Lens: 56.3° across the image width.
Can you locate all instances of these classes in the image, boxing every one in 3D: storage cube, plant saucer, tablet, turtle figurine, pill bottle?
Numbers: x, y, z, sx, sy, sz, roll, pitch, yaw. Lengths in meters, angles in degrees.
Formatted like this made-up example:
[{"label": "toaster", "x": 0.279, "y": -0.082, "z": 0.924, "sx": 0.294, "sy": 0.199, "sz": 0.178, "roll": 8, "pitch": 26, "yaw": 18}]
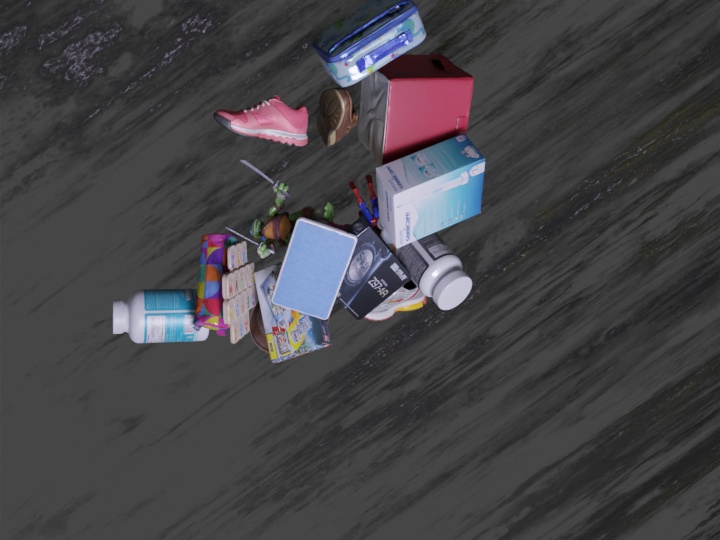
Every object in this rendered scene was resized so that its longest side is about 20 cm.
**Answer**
[{"label": "storage cube", "x": 0.104, "y": -0.320, "z": 1.349, "sx": 0.174, "sy": 0.172, "sz": 0.205, "roll": -5, "pitch": 123, "yaw": -18}, {"label": "plant saucer", "x": -0.169, "y": 0.108, "z": 1.586, "sx": 0.194, "sy": 0.037, "sz": 0.206, "roll": -10, "pitch": 122, "yaw": -16}, {"label": "tablet", "x": -0.095, "y": -0.001, "z": 1.353, "sx": 0.127, "sy": 0.014, "sz": 0.204, "roll": 17, "pitch": 117, "yaw": -10}, {"label": "turtle figurine", "x": -0.161, "y": -0.100, "z": 1.368, "sx": 0.188, "sy": 0.146, "sz": 0.203, "roll": 3, "pitch": 135, "yaw": 17}, {"label": "pill bottle", "x": -0.424, "y": 0.096, "z": 1.430, "sx": 0.194, "sy": 0.111, "sz": 0.114, "roll": 1, "pitch": 120, "yaw": -22}, {"label": "pill bottle", "x": 0.161, "y": -0.014, "z": 1.530, "sx": 0.114, "sy": 0.201, "sz": 0.118, "roll": -22, "pitch": 142, "yaw": -19}]

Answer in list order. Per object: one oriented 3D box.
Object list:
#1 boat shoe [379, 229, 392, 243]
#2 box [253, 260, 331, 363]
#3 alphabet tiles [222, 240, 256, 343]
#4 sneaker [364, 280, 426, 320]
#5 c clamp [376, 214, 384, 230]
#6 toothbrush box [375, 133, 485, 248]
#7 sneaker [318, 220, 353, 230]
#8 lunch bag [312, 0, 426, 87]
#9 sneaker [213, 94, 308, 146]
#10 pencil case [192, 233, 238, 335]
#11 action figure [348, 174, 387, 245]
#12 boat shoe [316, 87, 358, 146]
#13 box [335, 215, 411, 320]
[{"label": "boat shoe", "x": 0.108, "y": -0.146, "z": 1.511, "sx": 0.200, "sy": 0.066, "sz": 0.070, "roll": -44, "pitch": 148, "yaw": -5}, {"label": "box", "x": -0.149, "y": 0.082, "z": 1.457, "sx": 0.133, "sy": 0.206, "sz": 0.038, "roll": -19, "pitch": 164, "yaw": 17}, {"label": "alphabet tiles", "x": -0.252, "y": 0.043, "z": 1.411, "sx": 0.014, "sy": 0.200, "sz": 0.202, "roll": 1, "pitch": 98, "yaw": 6}, {"label": "sneaker", "x": 0.069, "y": 0.059, "z": 1.637, "sx": 0.195, "sy": 0.078, "sz": 0.084, "roll": -17, "pitch": 122, "yaw": -23}, {"label": "c clamp", "x": 0.118, "y": -0.135, "z": 1.416, "sx": 0.171, "sy": 0.027, "sz": 0.197, "roll": -45, "pitch": 150, "yaw": 26}, {"label": "toothbrush box", "x": 0.135, "y": -0.153, "z": 1.302, "sx": 0.196, "sy": 0.086, "sz": 0.148, "roll": -24, "pitch": 143, "yaw": -12}, {"label": "sneaker", "x": -0.050, "y": -0.055, "z": 1.501, "sx": 0.195, "sy": 0.082, "sz": 0.090, "roll": 22, "pitch": 124, "yaw": -7}, {"label": "lunch bag", "x": 0.016, "y": -0.432, "z": 1.252, "sx": 0.197, "sy": 0.162, "sz": 0.083, "roll": -31, "pitch": 127, "yaw": 1}, {"label": "sneaker", "x": -0.191, "y": -0.303, "z": 1.316, "sx": 0.195, "sy": 0.074, "sz": 0.089, "roll": 5, "pitch": 105, "yaw": -29}, {"label": "pencil case", "x": -0.299, "y": 0.027, "z": 1.394, "sx": 0.086, "sy": 0.088, "sz": 0.207, "roll": 9, "pitch": 77, "yaw": -26}, {"label": "action figure", "x": 0.029, "y": -0.124, "z": 1.517, "sx": 0.064, "sy": 0.052, "sz": 0.203, "roll": -22, "pitch": 131, "yaw": -1}, {"label": "boat shoe", "x": -0.040, "y": -0.307, "z": 1.308, "sx": 0.066, "sy": 0.200, "sz": 0.074, "roll": -25, "pitch": 86, "yaw": -12}, {"label": "box", "x": 0.000, "y": 0.000, "z": 1.450, "sx": 0.159, "sy": 0.044, "sz": 0.200, "roll": -38, "pitch": 133, "yaw": 6}]
